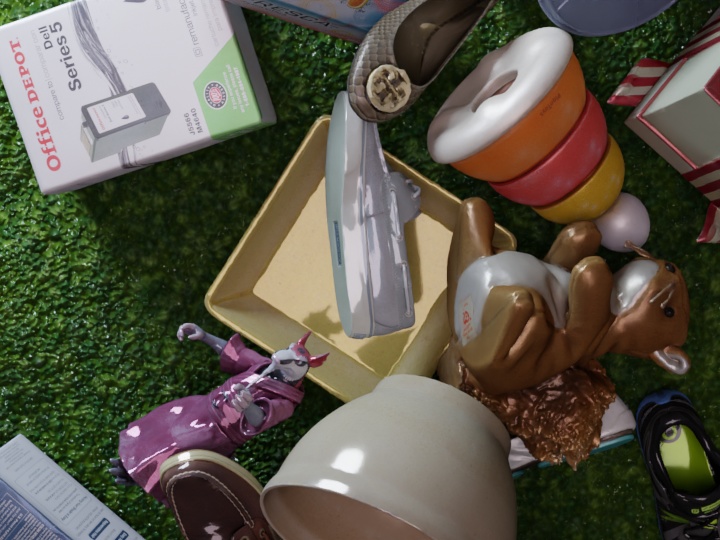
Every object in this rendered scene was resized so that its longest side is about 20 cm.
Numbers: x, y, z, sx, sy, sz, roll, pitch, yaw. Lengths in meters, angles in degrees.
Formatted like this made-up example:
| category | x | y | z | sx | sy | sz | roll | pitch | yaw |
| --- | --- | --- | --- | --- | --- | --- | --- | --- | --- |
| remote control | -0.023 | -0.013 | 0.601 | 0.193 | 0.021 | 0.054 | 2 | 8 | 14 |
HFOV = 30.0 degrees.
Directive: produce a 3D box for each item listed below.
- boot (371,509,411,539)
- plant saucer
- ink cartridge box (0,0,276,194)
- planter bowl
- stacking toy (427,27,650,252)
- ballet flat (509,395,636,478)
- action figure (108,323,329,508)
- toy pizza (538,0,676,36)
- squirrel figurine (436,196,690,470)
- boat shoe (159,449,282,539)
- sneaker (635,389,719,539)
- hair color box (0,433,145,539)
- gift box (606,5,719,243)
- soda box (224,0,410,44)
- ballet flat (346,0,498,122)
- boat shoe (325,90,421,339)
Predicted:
| category | x | y | z | sx | sy | sz | roll | pitch | yaw |
| --- | --- | --- | --- | --- | --- | --- | --- | --- | --- |
| boot | -0.041 | 0.248 | 1.181 | 0.162 | 0.073 | 0.199 | 15 | 98 | 8 |
| plant saucer | 0.000 | 0.000 | 1.153 | 0.200 | 0.048 | 0.200 | 33 | 99 | 0 |
| ink cartridge box | -0.190 | -0.162 | 1.132 | 0.200 | 0.084 | 0.146 | -18 | 95 | 7 |
| planter bowl | 0.039 | 0.167 | 1.053 | 0.200 | 0.200 | 0.135 | 27 | 61 | 1 |
| stacking toy | 0.165 | -0.084 | 1.102 | 0.146 | 0.146 | 0.200 | -41 | 108 | 9 |
| ballet flat | 0.136 | 0.149 | 1.158 | 0.200 | 0.069 | 0.070 | -22 | 95 | 4 |
| action figure | -0.104 | 0.126 | 1.115 | 0.200 | 0.134 | 0.149 | -32 | 125 | 8 |
| toy pizza | 0.213 | -0.275 | 1.049 | 0.200 | 0.200 | 0.032 | -46 | 51 | 9 |
| squirrel figurine | 0.167 | 0.056 | 1.088 | 0.186 | 0.142 | 0.200 | 3 | 119 | -18 |
| boat shoe | -0.099 | 0.228 | 1.075 | 0.072 | 0.072 | 0.200 | -19 | 124 | 7 |
| sneaker | 0.283 | 0.200 | 1.134 | 0.071 | 0.083 | 0.200 | -20 | 95 | 8 |
| hair color box | -0.257 | 0.240 | 1.182 | 0.200 | 0.100 | 0.061 | 40 | 100 | 0 |
| gift box | 0.317 | -0.125 | 1.034 | 0.200 | 0.187 | 0.185 | -45 | 93 | -6 |
| soda box | -0.057 | -0.236 | 1.067 | 0.200 | 0.068 | 0.064 | 12 | 89 | -30 |
| ballet flat | 0.062 | -0.194 | 1.076 | 0.200 | 0.046 | 0.067 | -48 | 121 | -23 |
| boat shoe | 0.013 | -0.046 | 1.096 | 0.071 | 0.070 | 0.201 | -5 | 95 | -15 |
